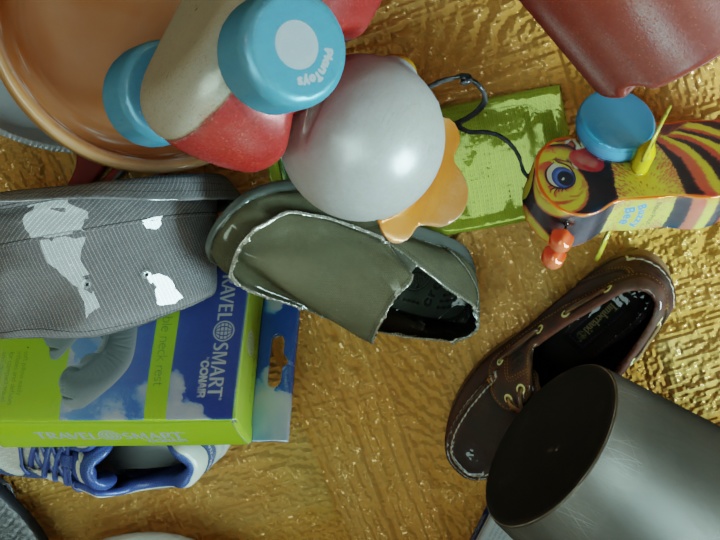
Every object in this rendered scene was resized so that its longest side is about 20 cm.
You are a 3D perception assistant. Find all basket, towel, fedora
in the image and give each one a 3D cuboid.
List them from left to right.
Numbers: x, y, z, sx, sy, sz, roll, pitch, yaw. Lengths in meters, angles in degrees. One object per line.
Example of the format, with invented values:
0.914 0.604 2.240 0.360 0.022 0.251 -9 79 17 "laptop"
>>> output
-0.168 -0.004 0.933 0.199 0.177 0.091 -7 88 -21 "fedora"
0.038 -0.061 0.981 0.199 0.018 0.086 -10 107 13 "towel"
0.187 0.156 0.924 0.200 0.136 0.181 37 69 -19 "basket"

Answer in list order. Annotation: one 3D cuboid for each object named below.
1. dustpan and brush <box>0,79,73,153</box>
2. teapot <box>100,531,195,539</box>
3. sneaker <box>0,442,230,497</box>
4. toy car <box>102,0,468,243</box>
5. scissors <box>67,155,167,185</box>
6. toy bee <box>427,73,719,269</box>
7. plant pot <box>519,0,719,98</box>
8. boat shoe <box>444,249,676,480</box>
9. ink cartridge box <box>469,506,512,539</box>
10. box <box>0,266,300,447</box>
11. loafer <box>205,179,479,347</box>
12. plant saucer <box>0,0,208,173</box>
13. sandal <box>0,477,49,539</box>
-0.146 -0.118 0.965 0.200 0.057 0.140 31 91 -34 "dustpan and brush"
-0.145 0.289 1.064 0.200 0.197 0.146 31 150 20 "teapot"
-0.191 0.116 1.044 0.199 0.088 0.076 -6 108 14 "sneaker"
-0.009 -0.106 0.860 0.200 0.184 0.177 37 69 -25 "toy car"
-0.196 -0.032 1.035 0.073 0.014 0.200 34 109 -4 "scissors"
0.140 -0.045 0.908 0.199 0.109 0.131 -5 147 13 "toy bee"
0.138 -0.214 0.830 0.200 0.201 0.195 -32 108 18 "plant pot"
0.122 0.067 0.980 0.070 0.070 0.200 38 112 -4 "boat shoe"
0.134 0.269 0.985 0.200 0.200 0.041 34 147 1 "ink cartridge box"
-0.144 0.054 1.002 0.199 0.122 0.048 -2 152 11 "box"
0.000 0.000 0.928 0.200 0.070 0.075 11 121 -33 "loafer"
-0.134 -0.156 0.920 0.200 0.037 0.201 2 85 -27 "plant saucer"
-0.279 0.177 1.110 0.076 0.043 0.200 -32 90 11 "sandal"
